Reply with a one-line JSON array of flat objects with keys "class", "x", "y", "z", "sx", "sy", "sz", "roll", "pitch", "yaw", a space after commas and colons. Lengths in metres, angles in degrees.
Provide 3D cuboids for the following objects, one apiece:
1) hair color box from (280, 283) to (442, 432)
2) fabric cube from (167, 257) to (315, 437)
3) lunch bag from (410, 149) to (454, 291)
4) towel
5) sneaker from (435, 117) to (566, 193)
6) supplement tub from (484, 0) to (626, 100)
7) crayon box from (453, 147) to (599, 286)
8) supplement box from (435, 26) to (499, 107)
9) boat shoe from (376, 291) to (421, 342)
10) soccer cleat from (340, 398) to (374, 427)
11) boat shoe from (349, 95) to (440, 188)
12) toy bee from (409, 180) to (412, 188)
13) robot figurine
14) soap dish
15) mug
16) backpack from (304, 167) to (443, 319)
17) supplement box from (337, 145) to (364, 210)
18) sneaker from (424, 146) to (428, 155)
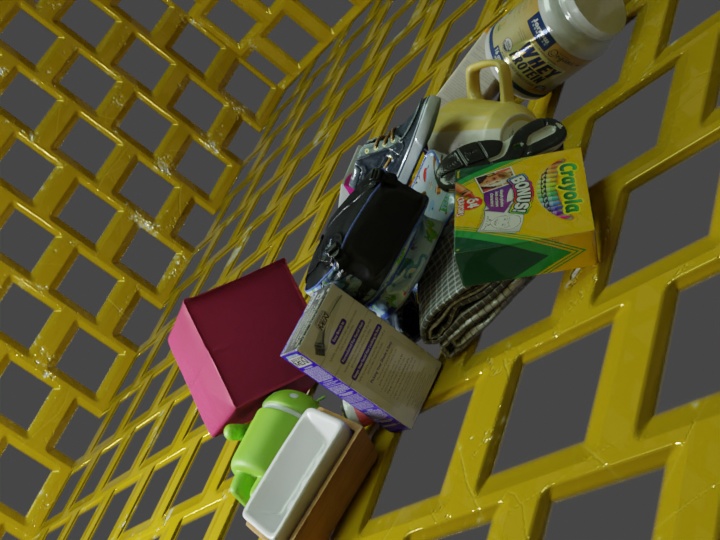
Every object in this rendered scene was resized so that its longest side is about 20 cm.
[{"class": "hair color box", "x": 0.003, "y": 0.121, "z": 1.504, "sx": 0.065, "sy": 0.199, "sz": 0.110, "roll": -22, "pitch": 35, "yaw": 59}, {"class": "fabric cube", "x": -0.187, "y": 0.130, "z": 1.835, "sx": 0.195, "sy": 0.202, "sz": 0.200, "roll": -23, "pitch": -13, "yaw": -24}, {"class": "lunch bag", "x": 0.116, "y": -0.077, "z": 1.664, "sx": 0.201, "sy": 0.075, "sz": 0.161, "roll": -64, "pitch": 31, "yaw": 34}, {"class": "towel", "x": 0.158, "y": 0.000, "z": 1.520, "sx": 0.200, "sy": 0.085, "sz": 0.166, "roll": -47, "pitch": 19, "yaw": 24}, {"class": "sneaker", "x": 0.203, "y": -0.132, "z": 1.574, "sx": 0.198, "sy": 0.116, "sz": 0.076, "roll": -21, "pitch": 53, "yaw": -8}, {"class": "supplement tub", "x": 0.308, "y": -0.377, "z": 1.748, "sx": 0.200, "sy": 0.144, "sz": 0.145, "roll": -34, "pitch": 25, "yaw": 50}, {"class": "crayon box", "x": 0.208, "y": -0.072, "z": 1.408, "sx": 0.170, "sy": 0.059, "sz": 0.201, "roll": -11, "pitch": 34, "yaw": 13}, {"class": "supplement box", "x": 0.200, "y": -0.328, "z": 2.001, "sx": 0.201, "sy": 0.073, "sz": 0.126, "roll": -53, "pitch": -9, "yaw": 4}, {"class": "boat shoe", "x": 0.069, "y": 0.064, "z": 1.649, "sx": 0.091, "sy": 0.070, "sz": 0.201, "roll": -49, "pitch": 16, "yaw": 36}, {"class": "soccer cleat", "x": 0.017, "y": 0.168, "z": 1.641, "sx": 0.072, "sy": 0.069, "sz": 0.200, "roll": -22, "pitch": 19, "yaw": 12}, {"class": "boat shoe", "x": 0.050, "y": -0.192, "z": 1.701, "sx": 0.202, "sy": 0.090, "sz": 0.071, "roll": -66, "pitch": -5, "yaw": 30}, {"class": "toy bee", "x": 0.097, "y": -0.097, "z": 1.845, "sx": 0.131, "sy": 0.108, "sz": 0.201, "roll": -35, "pitch": 25, "yaw": 53}, {"class": "robot figurine", "x": -0.123, "y": 0.273, "z": 1.701, "sx": 0.174, "sy": 0.116, "sz": 0.201, "roll": 4, "pitch": 55, "yaw": 39}, {"class": "soap dish", "x": -0.068, "y": 0.298, "z": 1.544, "sx": 0.201, "sy": 0.081, "sz": 0.157, "roll": -57, "pitch": 22, "yaw": -12}, {"class": "mug", "x": 0.195, "y": -0.210, "z": 1.696, "sx": 0.149, "sy": 0.188, "sz": 0.153, "roll": -39, "pitch": 20, "yaw": -20}, {"class": "backpack", "x": 0.013, "y": -0.019, "z": 1.570, "sx": 0.184, "sy": 0.146, "sz": 0.200, "roll": -62, "pitch": 11, "yaw": -28}, {"class": "supplement box", "x": 0.018, "y": -0.109, "z": 1.953, "sx": 0.201, "sy": 0.100, "sz": 0.104, "roll": 99, "pitch": -168, "yaw": -52}, {"class": "sneaker", "x": 0.167, "y": -0.211, "z": 1.887, "sx": 0.074, "sy": 0.088, "sz": 0.200, "roll": -43, "pitch": 9, "yaw": -29}]
